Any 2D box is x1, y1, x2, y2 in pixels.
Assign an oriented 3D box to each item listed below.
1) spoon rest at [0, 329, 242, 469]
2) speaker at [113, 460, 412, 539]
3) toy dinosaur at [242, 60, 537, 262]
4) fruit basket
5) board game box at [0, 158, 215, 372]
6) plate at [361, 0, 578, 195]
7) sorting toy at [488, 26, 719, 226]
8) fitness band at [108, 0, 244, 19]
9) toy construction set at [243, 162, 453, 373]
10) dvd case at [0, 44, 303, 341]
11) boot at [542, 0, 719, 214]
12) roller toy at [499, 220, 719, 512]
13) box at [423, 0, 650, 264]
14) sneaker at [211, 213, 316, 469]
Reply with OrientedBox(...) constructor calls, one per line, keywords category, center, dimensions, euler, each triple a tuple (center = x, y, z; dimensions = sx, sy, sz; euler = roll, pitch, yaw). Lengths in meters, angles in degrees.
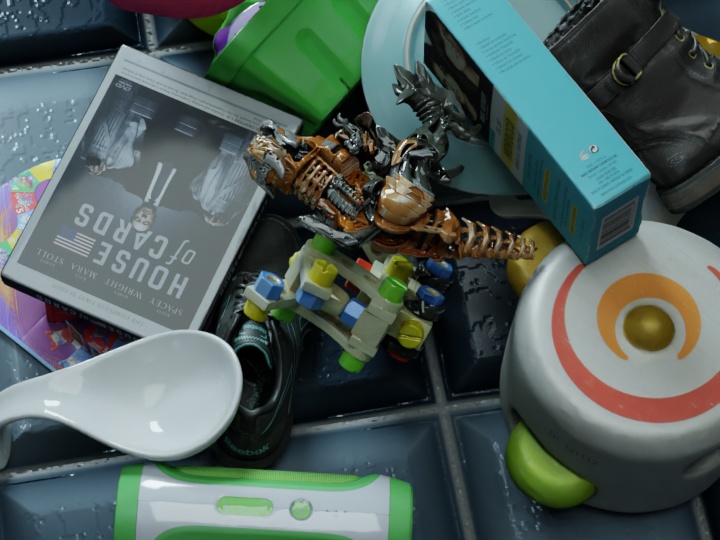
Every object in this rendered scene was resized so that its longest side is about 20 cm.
OrientedBox(category="spoon rest", center=(-0.174, 0.094, 1.488), dimensions=(0.199, 0.061, 0.100), euler=(-12, 56, 18))
OrientedBox(category="speaker", center=(-0.066, 0.176, 1.477), dimensions=(0.199, 0.089, 0.089), euler=(3, 63, -1))
OrientedBox(category="toy dinosaur", center=(0.021, -0.054, 1.490), dimensions=(0.200, 0.102, 0.136), euler=(39, 47, -18))
OrientedBox(category="fruit basket", center=(-0.068, -0.215, 1.650), dimensions=(0.215, 0.156, 0.216), euler=(4, 74, -16))
OrientedBox(category="board game box", center=(-0.199, -0.008, 1.588), dimensions=(0.200, 0.039, 0.158), euler=(37, 68, 14))
OrientedBox(category="plate", center=(0.100, -0.154, 1.578), dimensions=(0.199, 0.026, 0.201), euler=(0, 78, 0))
OrientedBox(category="sorting toy", center=(0.185, -0.098, 1.623), dimensions=(0.200, 0.107, 0.180), euler=(22, 73, 8))
OrientedBox(category="fitness band", center=(-0.126, -0.254, 1.621), dimensions=(0.200, 0.037, 0.144), euler=(13, 67, 43))
OrientedBox(category="toy construction set", center=(0.000, 0.000, 1.543), dimensions=(0.131, 0.092, 0.200), euler=(28, 35, -2))
OrientedBox(category="dvd case", center=(-0.150, -0.050, 1.566), dimensions=(0.150, 0.025, 0.200), euler=(23, 71, 7))
OrientedBox(category="boot", center=(0.236, -0.157, 1.548), dimensions=(0.200, 0.069, 0.174), euler=(-42, 104, -6))
OrientedBox(category="roller toy", center=(0.193, 0.063, 1.515), dimensions=(0.182, 0.140, 0.201), euler=(1, 63, -2))
OrientedBox(category="box", center=(0.119, -0.106, 1.489), dimensions=(0.049, 0.082, 0.200), euler=(-31, 66, -14))
OrientedBox(category="sneaker", center=(-0.067, 0.042, 1.549), dimensions=(0.075, 0.079, 0.201), euler=(3, 62, -1))
